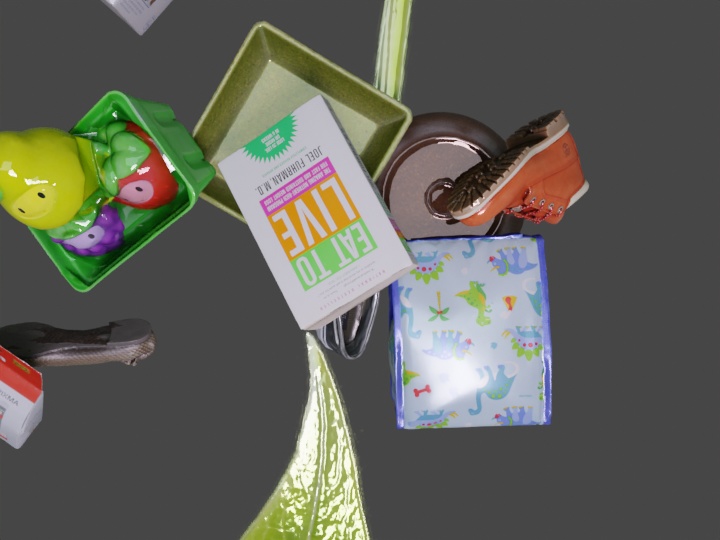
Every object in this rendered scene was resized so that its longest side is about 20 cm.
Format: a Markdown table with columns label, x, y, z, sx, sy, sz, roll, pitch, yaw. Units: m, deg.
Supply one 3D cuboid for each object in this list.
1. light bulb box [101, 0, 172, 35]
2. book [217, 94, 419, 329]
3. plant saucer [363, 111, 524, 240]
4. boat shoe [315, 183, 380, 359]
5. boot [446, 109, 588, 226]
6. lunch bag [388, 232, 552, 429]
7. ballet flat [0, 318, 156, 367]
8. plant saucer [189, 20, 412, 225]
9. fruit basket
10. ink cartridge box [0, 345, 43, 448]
| label | x | y | z | sx | sy | sz | roll | pitch | yaw |
| --- | --- | --- | --- | --- | --- | --- | --- | --- | --- |
| light bulb box | -0.250 | -0.397 | 0.858 | 0.198 | 0.125 | 0.200 | 42 | 90 | -3 |
| book | -0.044 | -0.059 | 0.842 | 0.134 | 0.048 | 0.200 | -32 | 77 | 15 |
| plant saucer | 0.092 | -0.080 | 0.932 | 0.200 | 0.037 | 0.201 | 0 | 92 | -1 |
| boat shoe | 0.000 | 0.000 | 0.884 | 0.072 | 0.071 | 0.200 | -7 | 113 | -31 |
| boot | 0.177 | -0.084 | 0.884 | 0.200 | 0.075 | 0.107 | -37 | 108 | -33 |
| lunch bag | 0.114 | 0.060 | 0.896 | 0.170 | 0.127 | 0.200 | -3 | 103 | -1 |
| ballet flat | -0.329 | 0.088 | 0.921 | 0.200 | 0.067 | 0.046 | -5 | 126 | -5 |
| plant saucer | -0.075 | -0.138 | 0.917 | 0.200 | 0.048 | 0.200 | 31 | 92 | -3 |
| fruit basket | -0.273 | -0.078 | 0.814 | 0.216 | 0.216 | 0.156 | -35 | 94 | 0 |
| ink cartridge box | -0.406 | 0.105 | 0.850 | 0.162 | 0.200 | 0.050 | 36 | 62 | -4 |
